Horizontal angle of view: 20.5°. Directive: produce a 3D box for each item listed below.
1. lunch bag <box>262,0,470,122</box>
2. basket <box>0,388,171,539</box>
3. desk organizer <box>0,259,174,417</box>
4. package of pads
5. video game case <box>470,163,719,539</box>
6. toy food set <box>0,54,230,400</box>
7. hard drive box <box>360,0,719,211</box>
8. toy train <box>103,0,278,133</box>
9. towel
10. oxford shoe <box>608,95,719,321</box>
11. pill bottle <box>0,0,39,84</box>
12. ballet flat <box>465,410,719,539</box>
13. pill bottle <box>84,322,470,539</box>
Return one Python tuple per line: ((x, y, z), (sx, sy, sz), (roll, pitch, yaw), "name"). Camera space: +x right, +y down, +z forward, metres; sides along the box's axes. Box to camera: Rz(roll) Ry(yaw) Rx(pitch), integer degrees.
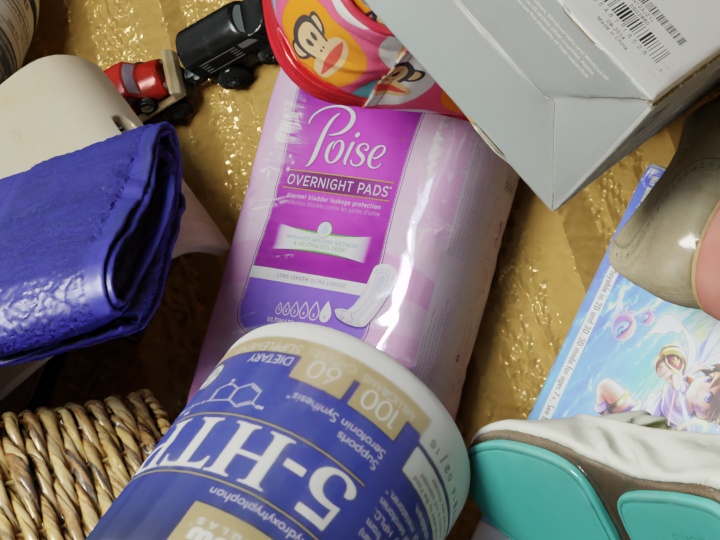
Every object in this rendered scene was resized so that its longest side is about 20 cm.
((0.051, -0.155, 0.868), (0.082, 0.199, 0.177), (134, 133, -54), "lunch bag")
((-0.140, 0.171, 0.892), (0.200, 0.148, 0.143), (58, 138, 33), "basket")
((-0.171, 0.047, 1.032), (0.077, 0.072, 0.201), (20, 86, 35), "desk organizer")
((0.000, 0.000, 0.926), (0.120, 0.076, 0.201), (10, 80, 33), "package of pads")
((0.155, 0.077, 0.810), (0.181, 0.045, 0.201), (24, 88, 37), "video game case")
((-0.175, 0.004, 0.979), (0.200, 0.060, 0.144), (-40, 59, 4), "toy food set")
((0.099, -0.140, 0.787), (0.156, 0.200, 0.077), (49, 141, 8), "hard drive box")
((-0.122, -0.090, 1.059), (0.199, 0.046, 0.034), (-28, 60, 24), "toy train")
((-0.175, 0.009, 0.891), (0.199, 0.050, 0.148), (-16, 27, 17), "towel")
((0.170, -0.067, 0.803), (0.075, 0.071, 0.200), (17, 56, 41), "oxford shoe")
((-0.242, -0.131, 1.088), (0.119, 0.120, 0.201), (-17, 43, 29), "pill bottle")
((0.114, 0.083, 0.757), (0.200, 0.069, 0.070), (1, 72, 63), "ballet flat")
((-0.050, 0.127, 0.774), (0.119, 0.120, 0.200), (2, 41, 35), "pill bottle")
